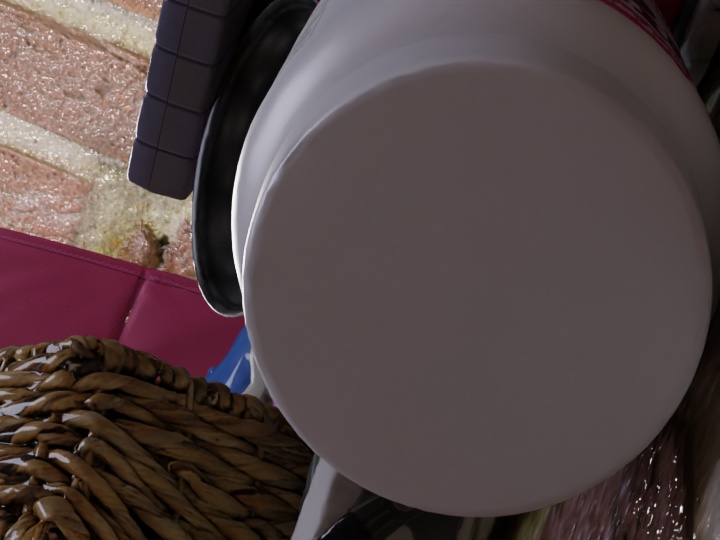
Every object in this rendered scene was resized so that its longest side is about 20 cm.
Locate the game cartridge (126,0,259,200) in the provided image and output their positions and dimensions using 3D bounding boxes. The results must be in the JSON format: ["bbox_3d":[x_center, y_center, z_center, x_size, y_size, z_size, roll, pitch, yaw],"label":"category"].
[{"bbox_3d":[-0.038,-0.131,0.920,0.200,0.038,0.130,-61,-15,-55],"label":"game cartridge"}]

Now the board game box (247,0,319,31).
[{"bbox_3d":[-0.007,-0.130,0.917,0.135,0.028,0.201,-41,-29,-78],"label":"board game box"}]

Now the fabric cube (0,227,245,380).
[{"bbox_3d":[-0.117,0.124,1.179,0.196,0.199,0.200,65,-137,-62],"label":"fabric cube"}]

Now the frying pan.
[{"bbox_3d":[-0.011,-0.051,0.774,0.190,0.031,0.116,-33,50,54],"label":"frying pan"}]

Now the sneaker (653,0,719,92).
[{"bbox_3d":[0.062,-0.078,0.684,0.200,0.084,0.077,113,177,-46],"label":"sneaker"}]

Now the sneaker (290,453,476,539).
[{"bbox_3d":[0.018,0.041,0.725,0.081,0.073,0.201,-87,18,-60],"label":"sneaker"}]

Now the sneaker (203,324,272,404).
[{"bbox_3d":[-0.098,0.078,1.008,0.201,0.111,0.077,-64,-16,-9],"label":"sneaker"}]

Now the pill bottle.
[{"bbox_3d":[0.029,-0.020,0.552,0.200,0.113,0.114,-77,9,-75],"label":"pill bottle"}]

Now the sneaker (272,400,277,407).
[{"bbox_3d":[-0.001,0.000,0.873,0.114,0.072,0.202,-166,82,-71],"label":"sneaker"}]

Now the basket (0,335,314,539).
[{"bbox_3d":[-0.118,0.124,0.821,0.200,0.142,0.150,-25,47,53],"label":"basket"}]
